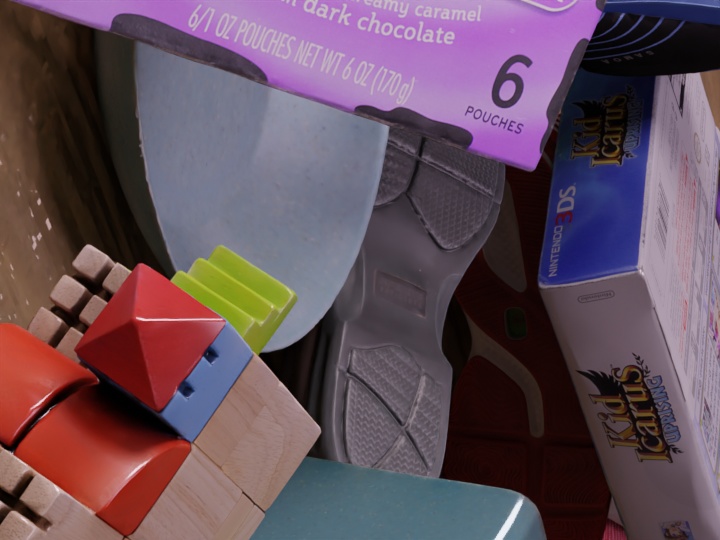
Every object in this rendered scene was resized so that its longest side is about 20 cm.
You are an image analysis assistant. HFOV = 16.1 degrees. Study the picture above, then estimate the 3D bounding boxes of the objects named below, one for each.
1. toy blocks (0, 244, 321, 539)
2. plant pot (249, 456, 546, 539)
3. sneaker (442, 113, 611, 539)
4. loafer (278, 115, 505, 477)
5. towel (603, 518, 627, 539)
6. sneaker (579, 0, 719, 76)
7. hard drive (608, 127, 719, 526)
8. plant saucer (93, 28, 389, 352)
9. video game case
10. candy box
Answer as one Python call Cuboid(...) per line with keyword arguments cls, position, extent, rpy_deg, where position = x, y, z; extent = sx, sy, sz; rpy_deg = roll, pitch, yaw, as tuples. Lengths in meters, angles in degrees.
Cuboid(cls="toy blocks", position=(-0.084, 0.068, 0.571), extent=(0.200, 0.100, 0.137), rpy_deg=(-54, 161, -8))
Cuboid(cls="plant pot", position=(-0.042, 0.169, 0.697), extent=(0.200, 0.141, 0.142), rpy_deg=(-57, 144, -41))
Cuboid(cls="sneaker", position=(0.085, 0.028, 1.067), extent=(0.116, 0.078, 0.201), rpy_deg=(-36, 128, -61))
Cuboid(cls="loafer", position=(0.000, 0.000, 0.894), extent=(0.072, 0.063, 0.200), rpy_deg=(32, 54, -31))
Cuboid(cls="towel", position=(0.134, 0.077, 1.272), extent=(0.144, 0.023, 0.201), rpy_deg=(10, 84, -67))
Cuboid(cls="sneaker", position=(0.074, -0.109, 0.946), extent=(0.078, 0.199, 0.070), rpy_deg=(138, -44, -58))
Cuboid(cls="hard drive", position=(0.164, 0.036, 1.276), extent=(0.132, 0.026, 0.201), rpy_deg=(34, 63, -64))
Cuboid(cls="plant saucer", position=(-0.040, -0.076, 0.786), extent=(0.201, 0.039, 0.202), rpy_deg=(4, 90, -69))
Cuboid(cls="video game case", position=(0.123, 0.012, 1.030), extent=(0.200, 0.045, 0.182), rpy_deg=(-76, 149, -51))
Cuboid(cls="candy box", position=(0.004, -0.146, 0.648), extent=(0.167, 0.072, 0.200), rpy_deg=(16, 103, -34))
